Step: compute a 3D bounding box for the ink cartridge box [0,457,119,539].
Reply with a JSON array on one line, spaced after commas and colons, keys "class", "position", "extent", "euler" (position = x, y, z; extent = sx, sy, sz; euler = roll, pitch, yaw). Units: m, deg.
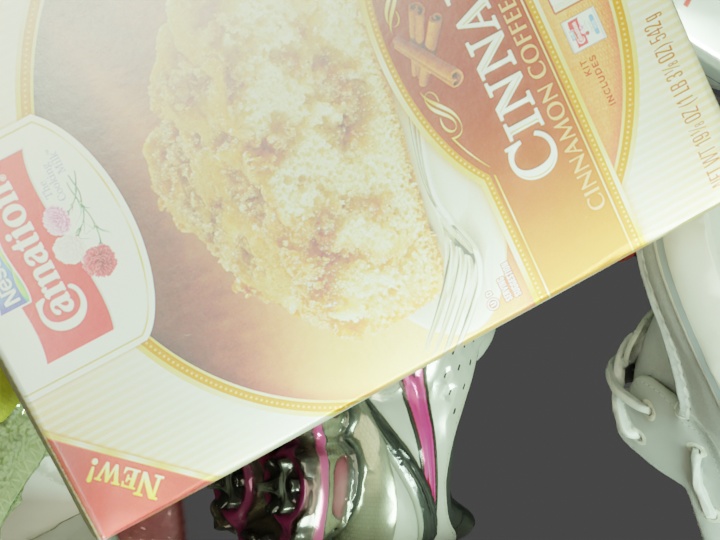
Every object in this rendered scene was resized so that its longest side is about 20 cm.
[{"class": "ink cartridge box", "position": [-0.107, 0.158, 0.775], "extent": [0.116, 0.067, 0.200], "euler": [-27, 111, -2]}]

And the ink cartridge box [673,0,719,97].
[{"class": "ink cartridge box", "position": [0.135, -0.112, 0.762], "extent": [0.200, 0.067, 0.117], "euler": [29, 92, -27]}]

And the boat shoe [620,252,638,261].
[{"class": "boat shoe", "position": [0.072, -0.032, 0.767], "extent": [0.201, 0.074, 0.063], "euler": [33, 59, -31]}]

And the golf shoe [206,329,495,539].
[{"class": "golf shoe", "position": [0.000, 0.000, 0.797], "extent": [0.092, 0.073, 0.200], "euler": [0, 95, -34]}]

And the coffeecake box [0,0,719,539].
[{"class": "coffeecake box", "position": [-0.021, -0.047, 0.648], "extent": [0.200, 0.073, 0.154], "euler": [-28, 106, -7]}]

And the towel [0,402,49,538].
[{"class": "towel", "position": [-0.163, 0.048, 0.697], "extent": [0.148, 0.036, 0.200], "euler": [37, 67, -26]}]

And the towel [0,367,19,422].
[{"class": "towel", "position": [-0.072, -0.057, 0.709], "extent": [0.200, 0.018, 0.086], "euler": [-53, 127, -16]}]

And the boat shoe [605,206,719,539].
[{"class": "boat shoe", "position": [0.114, 0.043, 0.768], "extent": [0.068, 0.200, 0.072], "euler": [-8, 54, 22]}]
